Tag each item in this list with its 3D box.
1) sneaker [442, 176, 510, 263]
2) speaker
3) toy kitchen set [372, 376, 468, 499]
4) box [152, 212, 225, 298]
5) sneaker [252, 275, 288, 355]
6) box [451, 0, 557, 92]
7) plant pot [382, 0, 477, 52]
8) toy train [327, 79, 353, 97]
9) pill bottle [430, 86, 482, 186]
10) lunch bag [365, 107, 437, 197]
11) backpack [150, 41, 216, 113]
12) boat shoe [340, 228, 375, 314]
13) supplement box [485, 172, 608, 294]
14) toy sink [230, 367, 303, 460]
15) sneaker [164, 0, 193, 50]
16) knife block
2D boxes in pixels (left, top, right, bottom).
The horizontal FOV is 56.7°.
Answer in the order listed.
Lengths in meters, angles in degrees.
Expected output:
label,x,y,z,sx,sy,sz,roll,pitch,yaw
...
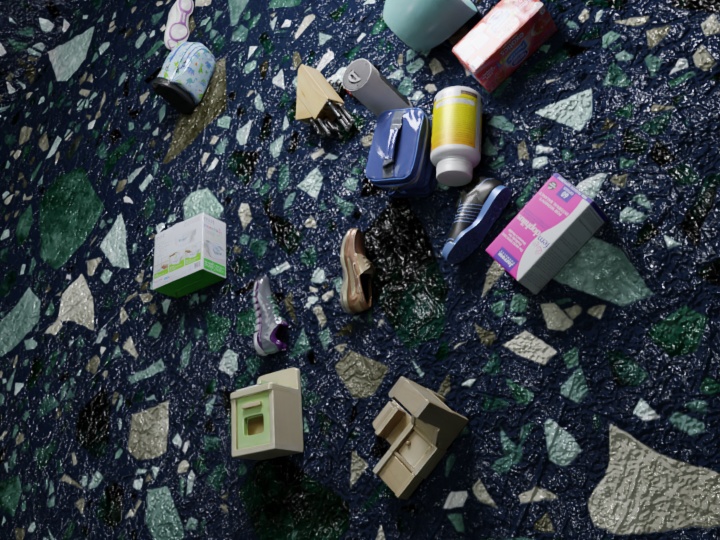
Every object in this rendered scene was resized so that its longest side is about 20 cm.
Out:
label,x,y,z,sx,sy,sz,roll,pitch,yaw
sneaker,0.230,-0.108,1.407,0.200,0.070,0.078,-51,47,1
speaker,0.043,-0.410,1.566,0.081,0.200,0.081,-13,66,31
toy kitchen set,0.061,0.302,1.294,0.200,0.180,0.163,-53,50,2
box,-0.481,-0.041,1.869,0.200,0.097,0.177,-21,61,28
sneaker,-0.214,0.109,1.649,0.087,0.074,0.201,-8,77,19
box,0.317,-0.510,1.475,0.200,0.095,0.100,-43,54,15
plant pot,0.151,-0.622,1.583,0.161,0.200,0.201,-44,52,27
toy train,-0.013,-0.474,1.738,0.200,0.034,0.046,10,82,39
pill bottle,0.210,-0.291,1.460,0.109,0.109,0.201,-7,68,34
lunch bag,0.095,-0.262,1.516,0.136,0.132,0.201,1,73,36
backpack,-0.549,-0.628,2.118,0.153,0.163,0.201,-2,65,26
boat shoe,0.000,0.000,1.529,0.072,0.076,0.201,-7,78,30
supplement box,0.355,-0.068,1.277,0.200,0.103,0.101,-50,53,12
toy sink,-0.218,0.322,1.531,0.130,0.112,0.201,-18,63,29
sneaker,-0.636,-0.853,2.320,0.100,0.075,0.201,0,72,55
knife block,-0.087,-0.443,1.736,0.175,0.064,0.201,2,89,42
